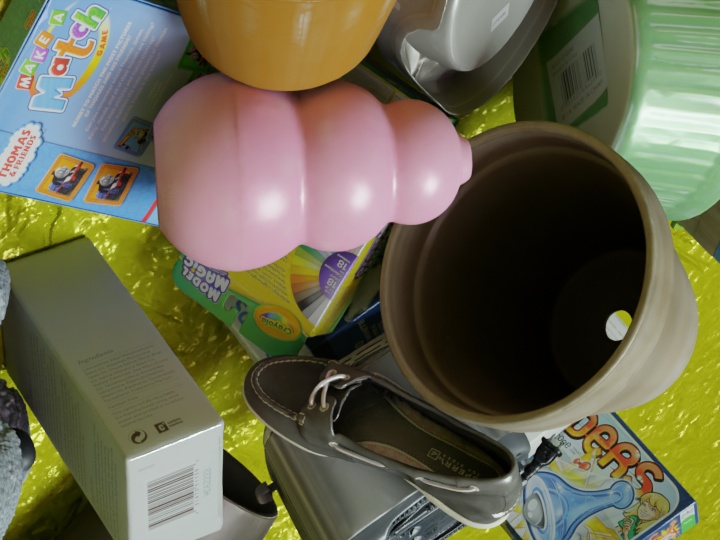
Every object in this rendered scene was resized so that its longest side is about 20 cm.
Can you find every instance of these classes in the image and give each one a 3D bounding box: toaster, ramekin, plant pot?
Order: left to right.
[{"bbox_3d":[-0.041,-0.208,1.144,0.199,0.201,0.184,-26,155,-19],"label":"plant pot"},{"bbox_3d":[0.027,0.125,1.360,0.199,0.129,0.114,-33,157,-12],"label":"toaster"},{"bbox_3d":[0.139,0.021,1.317,0.200,0.200,0.173,-50,146,10],"label":"plant pot"},{"bbox_3d":[0.188,-0.138,1.385,0.097,0.201,0.201,3,126,-25],"label":"ramekin"}]

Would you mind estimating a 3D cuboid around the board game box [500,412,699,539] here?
[{"bbox_3d":[0.171,0.172,1.656,0.135,0.200,0.035,-33,143,-12],"label":"board game box"}]

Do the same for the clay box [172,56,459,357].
[{"bbox_3d":[-0.034,-0.048,1.329,0.201,0.115,0.048,-58,164,14],"label":"clay box"}]

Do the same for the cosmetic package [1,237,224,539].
[{"bbox_3d":[-0.165,0.082,1.286,0.071,0.200,0.102,-20,137,-25],"label":"cosmetic package"}]

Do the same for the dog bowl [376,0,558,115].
[{"bbox_3d":[0.079,-0.204,1.287,0.200,0.058,0.201,-49,156,-30],"label":"dog bowl"}]

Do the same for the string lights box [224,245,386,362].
[{"bbox_3d":[0.000,0.000,1.415,0.199,0.103,0.059,-36,146,-8],"label":"string lights box"}]

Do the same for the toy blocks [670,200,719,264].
[{"bbox_3d":[0.294,-0.076,1.413,0.099,0.137,0.201,-4,128,-32],"label":"toy blocks"}]

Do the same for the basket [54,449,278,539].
[{"bbox_3d":[-0.165,0.226,1.483,0.201,0.136,0.180,-53,144,8],"label":"basket"}]

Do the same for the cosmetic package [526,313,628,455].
[{"bbox_3d":[0.126,0.107,1.613,0.200,0.085,0.108,-38,169,-13],"label":"cosmetic package"}]

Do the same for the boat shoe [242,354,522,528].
[{"bbox_3d":[0.016,0.098,1.274,0.067,0.199,0.057,-58,168,-30],"label":"boat shoe"}]

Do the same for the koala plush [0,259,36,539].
[{"bbox_3d":[-0.274,0.117,1.216,0.182,0.200,0.179,-16,130,-20],"label":"koala plush"}]

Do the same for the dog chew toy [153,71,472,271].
[{"bbox_3d":[-0.029,-0.065,1.234,0.198,0.125,0.125,-3,132,-7],"label":"dog chew toy"}]

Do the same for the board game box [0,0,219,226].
[{"bbox_3d":[-0.153,-0.108,1.249,0.199,0.037,0.152,11,118,-47],"label":"board game box"}]
